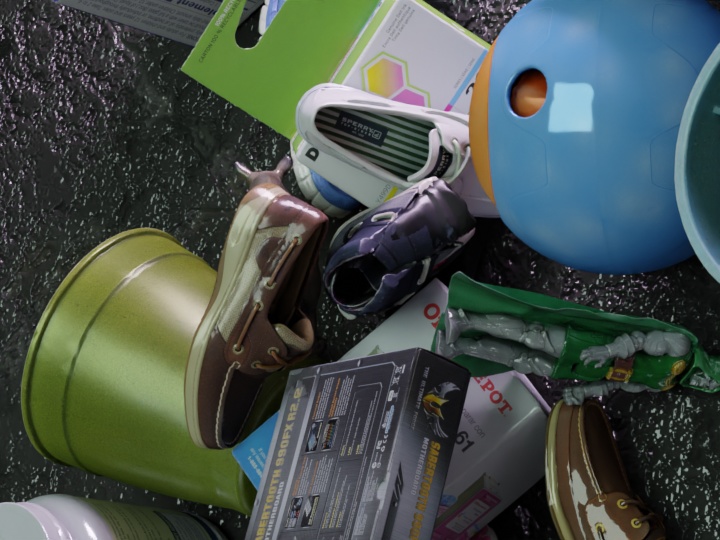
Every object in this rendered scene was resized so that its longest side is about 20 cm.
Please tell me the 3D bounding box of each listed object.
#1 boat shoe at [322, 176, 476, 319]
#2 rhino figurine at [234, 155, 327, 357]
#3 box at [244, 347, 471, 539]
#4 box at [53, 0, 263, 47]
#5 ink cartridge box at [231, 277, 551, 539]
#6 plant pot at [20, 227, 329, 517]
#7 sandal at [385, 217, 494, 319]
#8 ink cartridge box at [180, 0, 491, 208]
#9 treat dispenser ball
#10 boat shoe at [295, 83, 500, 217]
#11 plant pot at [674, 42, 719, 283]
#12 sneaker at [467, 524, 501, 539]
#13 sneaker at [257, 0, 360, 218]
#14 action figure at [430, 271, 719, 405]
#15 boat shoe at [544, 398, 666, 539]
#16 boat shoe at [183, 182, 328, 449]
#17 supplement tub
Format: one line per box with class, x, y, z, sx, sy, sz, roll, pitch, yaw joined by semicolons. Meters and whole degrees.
boat shoe;0.000;0.000;1.733;0.075;0.093;0.200;52;150;3
rhino figurine;-0.064;-0.024;1.821;0.200;0.059;0.088;-104;4;-55
box;-0.012;0.158;1.608;0.158;0.048;0.201;-15;55;54
box;-0.135;-0.291;1.947;0.200;0.184;0.105;-40;58;28
ink cartridge box;0.031;0.126;1.725;0.200;0.085;0.145;-40;55;1
plant pot;-0.122;0.095;1.860;0.192;0.200;0.201;24;97;30
sandal;0.062;-0.035;1.804;0.075;0.045;0.201;33;102;41
ink cartridge box;-0.012;-0.147;1.782;0.148;0.199;0.076;-56;12;8
treat dispenser ball;0.171;-0.097;1.616;0.200;0.200;0.202;-11;73;40
boat shoe;0.049;-0.079;1.729;0.067;0.199;0.074;-110;34;-77
plant pot;0.326;-0.054;1.467;0.200;0.196;0.201;-12;72;39
sneaker;0.098;0.264;1.687;0.074;0.087;0.200;-40;33;21
sneaker;-0.016;-0.146;1.890;0.089;0.078;0.201;-26;72;27
action figure;0.151;0.055;1.626;0.118;0.199;0.055;107;168;-59
boat shoe;0.176;0.180;1.639;0.067;0.072;0.201;-20;73;32
boat shoe;-0.068;0.042;1.705;0.072;0.072;0.201;23;106;22
supplement tub;-0.204;0.250;1.872;0.145;0.200;0.146;-11;72;40
